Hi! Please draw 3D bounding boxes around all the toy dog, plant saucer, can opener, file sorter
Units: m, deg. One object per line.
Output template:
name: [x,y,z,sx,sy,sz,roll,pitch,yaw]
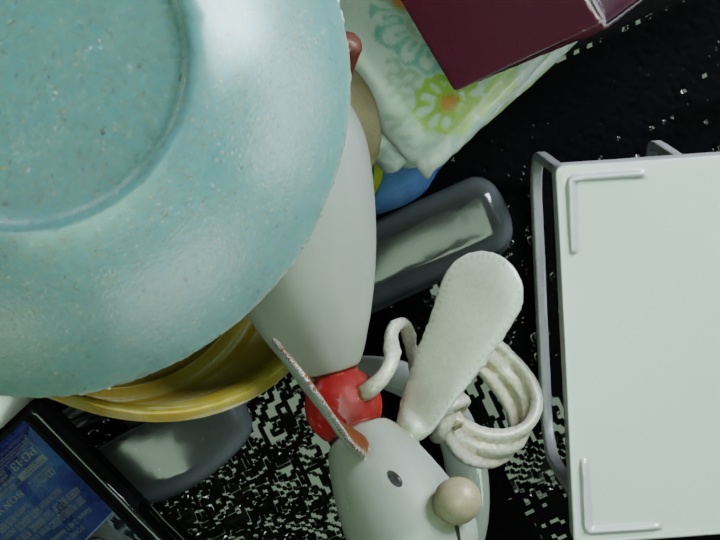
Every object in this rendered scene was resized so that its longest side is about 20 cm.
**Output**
toy dog: [0.000,0.000,0.863,0.200,0.132,0.096,50,138,-5]
plant saucer: [-0.103,-0.062,0.808,0.200,0.039,0.202,0,80,1]
can opener: [-0.028,0.026,1.017,0.199,0.053,0.067,-29,89,0]
file sorter: [0.169,0.016,0.988,0.199,0.125,0.139,-4,99,-2]

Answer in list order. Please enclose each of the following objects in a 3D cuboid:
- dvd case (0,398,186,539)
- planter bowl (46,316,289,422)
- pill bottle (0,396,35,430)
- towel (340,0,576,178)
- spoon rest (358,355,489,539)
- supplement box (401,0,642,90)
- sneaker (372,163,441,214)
dvd case: [-0.097,0.159,0.949,0.143,0.018,0.200,-41,98,21]
planter bowl: [-0.109,-0.027,0.917,0.200,0.201,0.083,44,139,-9]
pill bottle: [-0.219,0.022,0.977,0.199,0.112,0.113,18,98,-6]
towel: [0.015,-0.156,0.952,0.171,0.048,0.200,-43,101,-29]
spoon rest: [0.014,0.137,1.026,0.060,0.099,0.201,9,87,-23]
supplement box: [0.091,-0.163,0.916,0.200,0.086,0.111,-37,100,-37]
sneaker: [-0.028,-0.115,0.995,0.066,0.078,0.201,-25,91,39]
